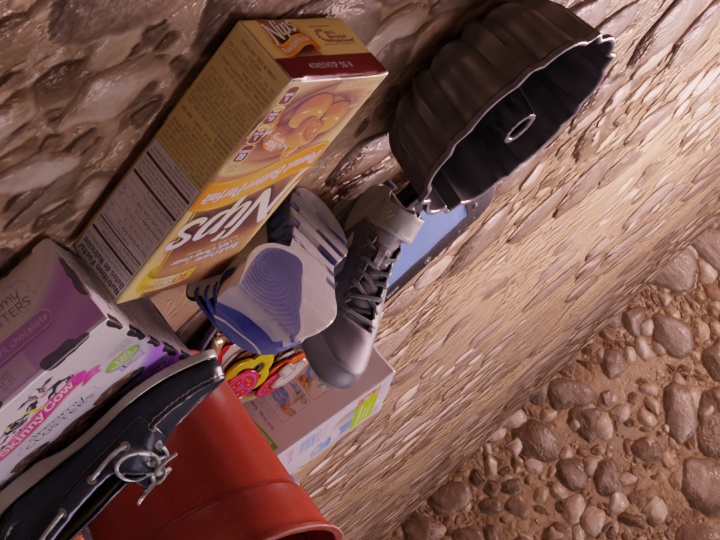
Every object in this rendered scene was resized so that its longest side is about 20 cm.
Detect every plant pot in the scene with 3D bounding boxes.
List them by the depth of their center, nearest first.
[{"bbox_3d":[-0.148,0.186,1.138,0.201,0.195,0.201,-26,155,-13],"label":"plant pot"}]

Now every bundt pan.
[{"bbox_3d":[0.104,-0.139,1.084,0.202,0.076,0.202,-36,164,-12],"label":"bundt pan"}]

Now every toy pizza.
[{"bbox_3d":[-0.072,0.061,1.264,0.200,0.032,0.200,-35,154,-20],"label":"toy pizza"}]

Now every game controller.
[{"bbox_3d":[0.051,-0.037,1.250,0.200,0.042,0.104,-42,140,-16],"label":"game controller"}]

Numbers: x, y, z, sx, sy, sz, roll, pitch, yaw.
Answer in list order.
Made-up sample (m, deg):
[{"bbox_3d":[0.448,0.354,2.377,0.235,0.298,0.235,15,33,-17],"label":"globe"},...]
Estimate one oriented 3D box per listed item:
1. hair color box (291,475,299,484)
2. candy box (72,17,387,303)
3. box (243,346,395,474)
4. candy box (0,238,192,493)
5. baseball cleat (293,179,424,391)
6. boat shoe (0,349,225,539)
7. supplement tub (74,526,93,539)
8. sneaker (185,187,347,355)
[{"bbox_3d":[-0.179,0.308,1.715,0.200,0.061,0.100,-22,157,-50],"label":"hair color box"},{"bbox_3d":[-0.084,-0.070,0.869,0.200,0.055,0.115,-49,164,29],"label":"candy box"},{"bbox_3d":[-0.078,0.141,1.399,0.200,0.101,0.113,-34,163,-21],"label":"box"},{"bbox_3d":[-0.221,0.076,0.927,0.168,0.072,0.200,-40,166,0],"label":"candy box"},{"bbox_3d":[0.000,0.000,1.097,0.070,0.200,0.106,31,128,-27],"label":"baseball cleat"},{"bbox_3d":[-0.170,0.134,0.961,0.200,0.062,0.075,-38,164,-12],"label":"boat shoe"},{"bbox_3d":[-0.228,0.277,1.341,0.200,0.123,0.123,4,137,-46],"label":"supplement tub"},{"bbox_3d":[-0.079,0.022,1.031,0.115,0.081,0.199,-39,-168,22],"label":"sneaker"}]
